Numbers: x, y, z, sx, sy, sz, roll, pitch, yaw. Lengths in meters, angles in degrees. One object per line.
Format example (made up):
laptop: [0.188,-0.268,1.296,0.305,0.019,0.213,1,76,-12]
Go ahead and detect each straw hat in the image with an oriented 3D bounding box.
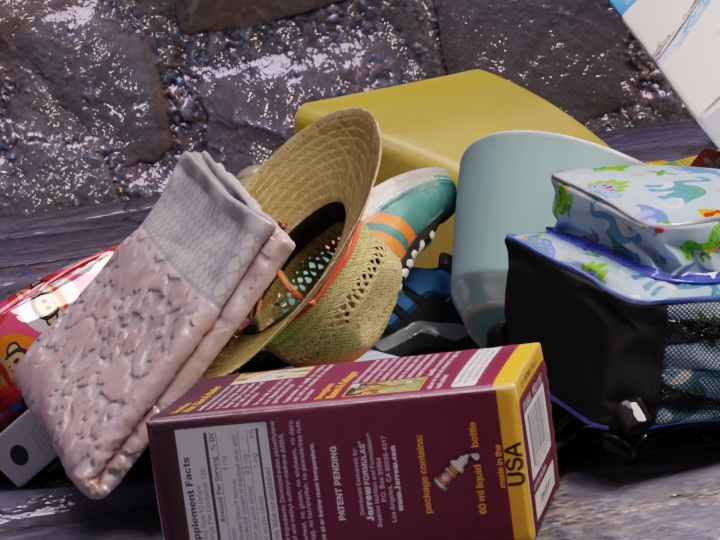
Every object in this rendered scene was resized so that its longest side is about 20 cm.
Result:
straw hat: [-0.026,0.010,1.569,0.201,0.085,0.202,-42,25,25]

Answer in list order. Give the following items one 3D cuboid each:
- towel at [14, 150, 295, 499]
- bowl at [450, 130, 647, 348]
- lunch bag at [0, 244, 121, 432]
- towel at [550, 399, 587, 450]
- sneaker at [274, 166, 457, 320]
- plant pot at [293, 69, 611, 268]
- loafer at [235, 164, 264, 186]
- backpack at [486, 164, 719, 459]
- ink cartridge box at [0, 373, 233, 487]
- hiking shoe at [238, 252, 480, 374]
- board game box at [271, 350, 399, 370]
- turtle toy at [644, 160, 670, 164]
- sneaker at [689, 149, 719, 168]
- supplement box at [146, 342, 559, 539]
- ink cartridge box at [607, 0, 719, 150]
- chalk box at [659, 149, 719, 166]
towel: [-0.128,0.026,1.589,0.032,0.191,0.200,37,2,-23]
bowl: [0.137,0.008,1.724,0.200,0.106,0.201,22,-23,10]
lunch bag: [-0.216,0.048,1.838,0.176,0.082,0.200,-30,0,-31]
towel: [0.033,0.107,1.588,0.198,0.035,0.192,-8,4,22]
sneaker: [0.000,0.000,1.725,0.199,0.080,0.071,-29,-9,-39]
plant pot: [0.084,-0.024,1.944,0.199,0.202,0.176,-14,20,-41]
loafer: [-0.025,0.016,1.858,0.068,0.200,0.076,-48,0,-45]
backpack: [0.199,0.018,1.546,0.199,0.148,0.183,3,12,-26]
ink cartridge box: [-0.155,0.083,1.779,0.200,0.044,0.198,-37,-8,28]
hiking shoe: [-0.002,0.039,1.785,0.199,0.087,0.075,-5,-33,-32]
board game box: [-0.046,0.082,1.609,0.150,0.037,0.200,-12,2,-9]
turtle toy: [0.252,-0.029,2.097,0.199,0.102,0.145,-1,11,44]
sneaker: [0.227,-0.017,1.828,0.075,0.085,0.200,23,-22,4]
supplement box: [-0.001,0.099,1.428,0.198,0.086,0.110,-6,8,12]
ink cartridge box: [0.271,-0.135,1.673,0.144,0.147,0.200,-40,29,9]
chalk box: [0.313,-0.024,1.890,0.124,0.125,0.199,-13,8,-32]
